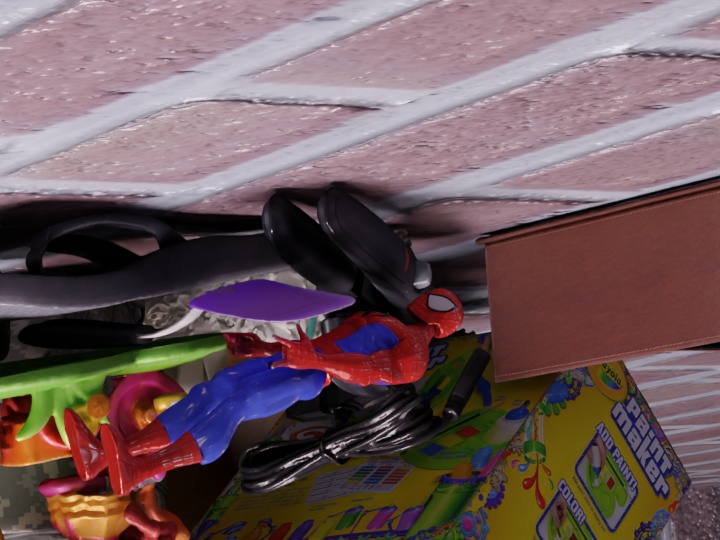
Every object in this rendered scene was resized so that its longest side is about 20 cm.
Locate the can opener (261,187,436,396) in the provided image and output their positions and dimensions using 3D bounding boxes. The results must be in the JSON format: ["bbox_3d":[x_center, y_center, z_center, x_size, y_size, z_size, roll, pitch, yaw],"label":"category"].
[{"bbox_3d":[0.000,0.000,1.455,0.063,0.079,0.200,-13,159,6],"label":"can opener"}]

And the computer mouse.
[{"bbox_3d":[0.015,0.041,1.616,0.140,0.046,0.200,-18,-159,32],"label":"computer mouse"}]

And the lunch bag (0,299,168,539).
[{"bbox_3d":[-0.207,0.090,1.593,0.199,0.168,0.139,-9,155,19],"label":"lunch bag"}]

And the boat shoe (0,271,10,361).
[{"bbox_3d":[-0.216,0.020,1.423,0.066,0.072,0.201,-12,176,6],"label":"boat shoe"}]

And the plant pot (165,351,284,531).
[{"bbox_3d":[-0.075,0.110,1.865,0.186,0.187,0.200,-7,-178,21],"label":"plant pot"}]

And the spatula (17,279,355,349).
[{"bbox_3d":[-0.092,0.023,1.413,0.200,0.021,0.056,-10,-175,41],"label":"spatula"}]

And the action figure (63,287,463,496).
[{"bbox_3d":[-0.036,0.048,1.388,0.200,0.052,0.065,-18,-169,-28],"label":"action figure"}]

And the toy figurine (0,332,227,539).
[{"bbox_3d":[-0.144,0.135,1.439,0.199,0.185,0.150,-10,-178,-25],"label":"toy figurine"}]

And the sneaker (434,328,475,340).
[{"bbox_3d":[0.037,0.070,1.810,0.071,0.098,0.200,36,177,8],"label":"sneaker"}]

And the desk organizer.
[{"bbox_3d":[0.151,0.007,1.510,0.072,0.077,0.200,2,170,-38],"label":"desk organizer"}]

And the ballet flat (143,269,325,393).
[{"bbox_3d":[-0.087,0.037,1.654,0.072,0.072,0.200,1,171,-36],"label":"ballet flat"}]

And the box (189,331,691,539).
[{"bbox_3d":[0.036,0.138,1.616,0.200,0.122,0.193,-10,-149,42],"label":"box"}]

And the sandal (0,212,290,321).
[{"bbox_3d":[-0.115,-0.007,1.423,0.076,0.043,0.200,-9,-178,40],"label":"sandal"}]
